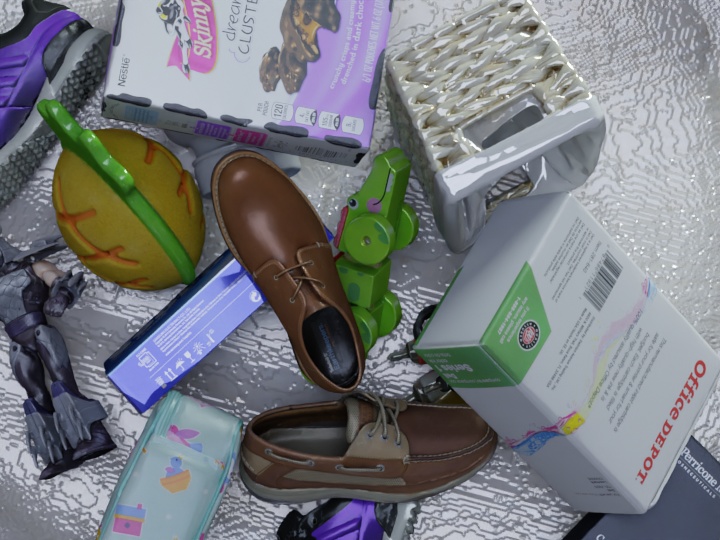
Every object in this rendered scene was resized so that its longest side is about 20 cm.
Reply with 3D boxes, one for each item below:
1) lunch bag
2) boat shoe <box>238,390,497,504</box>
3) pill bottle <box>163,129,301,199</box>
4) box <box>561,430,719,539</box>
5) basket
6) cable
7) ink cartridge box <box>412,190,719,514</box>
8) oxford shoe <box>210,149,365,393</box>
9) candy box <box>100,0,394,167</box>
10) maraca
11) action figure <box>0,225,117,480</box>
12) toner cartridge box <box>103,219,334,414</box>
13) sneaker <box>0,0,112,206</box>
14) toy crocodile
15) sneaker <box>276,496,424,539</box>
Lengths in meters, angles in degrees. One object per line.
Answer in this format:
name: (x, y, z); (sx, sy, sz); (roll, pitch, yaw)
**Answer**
lunch bag: (-0.157, 0.195, 1.662); (0.077, 0.160, 0.201); (24, 79, -2)
boat shoe: (0.006, 0.129, 1.664); (0.199, 0.072, 0.076); (-9, 48, -3)
pill bottle: (-0.112, -0.162, 1.717); (0.111, 0.111, 0.201); (-16, 85, -1)
box: (0.248, 0.254, 1.678); (0.182, 0.104, 0.200); (-45, 86, -3)
basket: (0.096, -0.112, 1.671); (0.135, 0.200, 0.124); (-28, 79, -3)
cable: (0.118, 0.055, 1.736); (0.199, 0.050, 0.098); (-20, 89, -12)
ink cartridge box: (0.156, 0.063, 1.616); (0.200, 0.084, 0.145); (45, 62, -25)
oxford shoe: (-0.046, 0.001, 1.629); (0.071, 0.071, 0.201); (-30, 103, -5)
candy box: (-0.080, -0.181, 1.630); (0.199, 0.072, 0.169); (10, 81, -6)
maraca: (-0.182, -0.057, 1.667); (0.107, 0.200, 0.137); (-45, 56, -12)
action figure: (-0.253, 0.057, 1.707); (0.130, 0.069, 0.201); (-28, 82, 32)
toner cartridge box: (-0.111, 0.024, 1.704); (0.200, 0.095, 0.043); (-43, 99, -4)
sneaker: (-0.289, -0.129, 1.734); (0.099, 0.070, 0.200); (36, 83, 11)
toy crocodile: (0.000, 0.000, 1.701); (0.061, 0.067, 0.201); (19, 114, 17)
sneaker: (-0.023, 0.233, 1.704); (0.099, 0.070, 0.201); (19, 79, 7)
